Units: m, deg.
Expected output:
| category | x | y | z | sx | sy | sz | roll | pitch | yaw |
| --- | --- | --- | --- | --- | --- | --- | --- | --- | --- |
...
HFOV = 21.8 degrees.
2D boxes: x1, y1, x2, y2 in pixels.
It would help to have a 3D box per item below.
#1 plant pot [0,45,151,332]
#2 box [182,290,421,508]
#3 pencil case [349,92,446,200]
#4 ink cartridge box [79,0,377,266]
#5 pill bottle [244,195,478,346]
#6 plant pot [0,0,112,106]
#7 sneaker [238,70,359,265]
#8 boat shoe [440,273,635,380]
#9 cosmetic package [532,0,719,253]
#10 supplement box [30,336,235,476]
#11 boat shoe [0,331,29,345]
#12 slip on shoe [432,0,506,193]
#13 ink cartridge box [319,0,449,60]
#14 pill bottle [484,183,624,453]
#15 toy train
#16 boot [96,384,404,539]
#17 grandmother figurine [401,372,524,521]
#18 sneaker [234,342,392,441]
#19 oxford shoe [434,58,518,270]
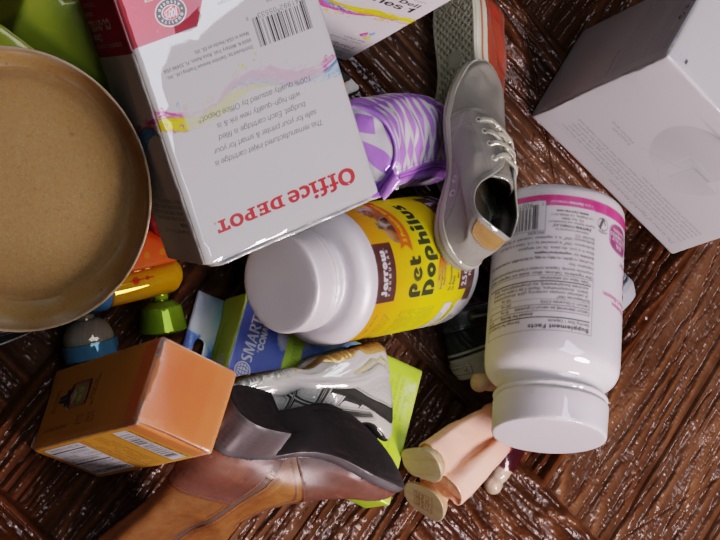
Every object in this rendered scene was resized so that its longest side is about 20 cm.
| category | x | y | z | sx | sy | sz | roll | pitch | yaw |
| --- | --- | --- | --- | --- | --- | --- | --- | --- | --- |
| plant pot | -0.241 | -0.057 | 1.300 | 0.198 | 0.028 | 0.202 | 1 | 106 | 3 |
| box | -0.053 | 0.103 | 1.520 | 0.199 | 0.048 | 0.123 | 24 | 69 | -25 |
| pencil case | 0.024 | -0.101 | 1.528 | 0.085 | 0.084 | 0.200 | 33 | 18 | 11 |
| ink cartridge box | -0.092 | -0.122 | 1.309 | 0.145 | 0.083 | 0.202 | -23 | 104 | -24 |
| pill bottle | 0.000 | 0.000 | 1.503 | 0.199 | 0.109 | 0.110 | -9 | 85 | -51 |
| plant pot | -0.198 | -0.165 | 1.405 | 0.199 | 0.200 | 0.182 | 37 | 70 | -21 |
| sneaker | -0.050 | -0.091 | 1.544 | 0.080 | 0.073 | 0.202 | 25 | 70 | -29 |
| boat shoe | 0.157 | 0.030 | 1.641 | 0.199 | 0.072 | 0.072 | -23 | 96 | -30 |
| cosmetic package | 0.300 | -0.140 | 1.684 | 0.199 | 0.199 | 0.123 | 42 | 60 | -17 |
| supplement box | -0.169 | 0.102 | 1.362 | 0.068 | 0.199 | 0.067 | 27 | 68 | -27 |
| boat shoe | -0.313 | 0.026 | 1.349 | 0.198 | 0.060 | 0.075 | 0 | 93 | -17 |
| slip on shoe | 0.101 | -0.152 | 1.649 | 0.061 | 0.074 | 0.202 | 11 | 75 | -46 |
| ink cartridge box | -0.019 | -0.254 | 1.519 | 0.144 | 0.200 | 0.085 | 17 | 72 | -26 |
| pill bottle | 0.160 | 0.041 | 1.545 | 0.113 | 0.113 | 0.202 | 16 | 66 | -27 |
| toy train | -0.156 | -0.002 | 1.465 | 0.199 | 0.084 | 0.117 | -14 | 98 | -32 |
| boot | -0.086 | 0.188 | 1.409 | 0.187 | 0.200 | 0.069 | 16 | 33 | -43 |
| grandmother figurine | 0.118 | 0.137 | 1.595 | 0.199 | 0.060 | 0.122 | -34 | 140 | -37 |
| sneaker | -0.056 | 0.117 | 1.445 | 0.198 | 0.075 | 0.089 | -13 | 92 | -28 |
| oxford shoe | 0.103 | -0.092 | 1.536 | 0.075 | 0.057 | 0.202 | 34 | 48 | -33 |
